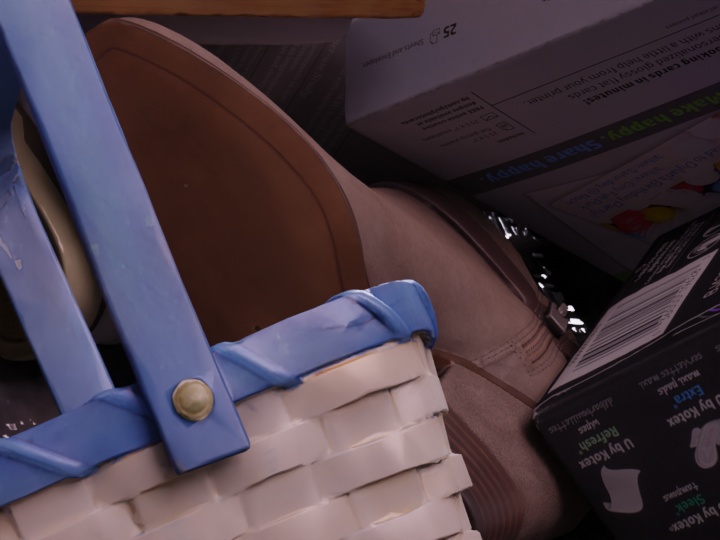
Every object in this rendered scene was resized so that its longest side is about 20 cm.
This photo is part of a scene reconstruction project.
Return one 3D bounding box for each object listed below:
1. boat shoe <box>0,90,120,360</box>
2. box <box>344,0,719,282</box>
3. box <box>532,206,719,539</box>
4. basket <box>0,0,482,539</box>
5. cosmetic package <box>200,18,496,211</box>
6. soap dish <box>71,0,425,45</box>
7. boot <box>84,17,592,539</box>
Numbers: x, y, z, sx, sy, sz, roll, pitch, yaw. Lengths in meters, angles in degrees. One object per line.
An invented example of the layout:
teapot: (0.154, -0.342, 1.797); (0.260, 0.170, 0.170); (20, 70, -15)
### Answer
boat shoe: (-0.112, -0.064, 0.817); (0.068, 0.075, 0.200); (-10, 66, -45)
box: (0.117, -0.047, 0.858); (0.200, 0.156, 0.041); (27, 55, -43)
box: (0.162, 0.074, 0.805); (0.200, 0.106, 0.122); (54, 37, -8)
basket: (-0.052, 0.035, 0.649); (0.139, 0.176, 0.200); (-18, 79, -11)
cosmetic package: (0.019, -0.087, 0.928); (0.200, 0.090, 0.107); (6, 44, -29)
soap dish: (-0.087, -0.140, 0.775); (0.200, 0.081, 0.157); (-3, 50, -35)
boot: (0.000, 0.000, 0.807); (0.200, 0.070, 0.146); (57, 22, -6)
